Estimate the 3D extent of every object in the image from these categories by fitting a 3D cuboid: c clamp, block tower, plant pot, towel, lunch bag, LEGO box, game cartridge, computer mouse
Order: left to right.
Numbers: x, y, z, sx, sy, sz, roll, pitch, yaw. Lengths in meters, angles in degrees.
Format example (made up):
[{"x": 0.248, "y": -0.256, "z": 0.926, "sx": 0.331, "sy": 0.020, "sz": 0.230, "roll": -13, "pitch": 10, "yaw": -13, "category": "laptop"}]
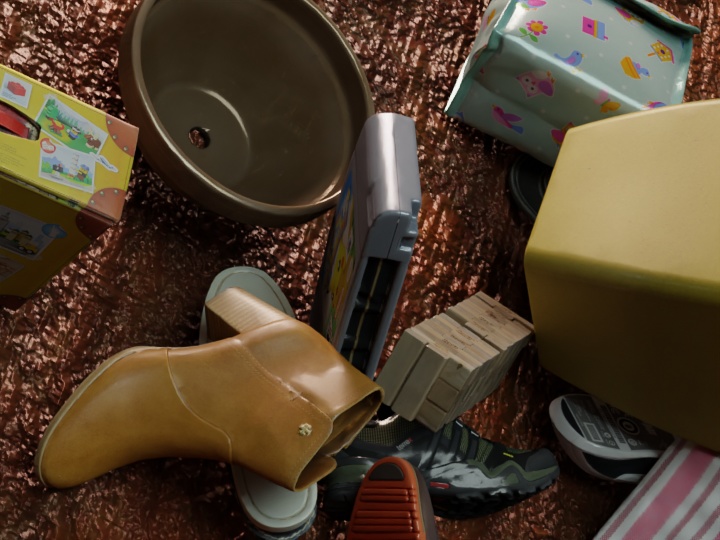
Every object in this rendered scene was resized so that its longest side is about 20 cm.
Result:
[{"x": -0.265, "y": -0.068, "z": 1.377, "sx": 0.199, "sy": 0.149, "sz": 0.077, "roll": 25, "pitch": 54, "yaw": -25, "category": "LEGO box"}, {"x": -0.095, "y": -0.112, "z": 1.567, "sx": 0.200, "sy": 0.093, "sz": 0.202, "roll": 17, "pitch": 57, "yaw": -28, "category": "plant pot"}, {"x": 0.000, "y": 0.000, "z": 1.486, "sx": 0.040, "sy": 0.201, "sz": 0.134, "roll": 12, "pitch": 36, "yaw": -7, "category": "game cartridge"}, {"x": 0.068, "y": 0.064, "z": 1.560, "sx": 0.054, "sy": 0.058, "sz": 0.200, "roll": 34, "pitch": 17, "yaw": 11, "category": "block tower"}, {"x": 0.180, "y": -0.180, "z": 1.787, "sx": 0.170, "sy": 0.122, "sz": 0.200, "roll": 28, "pitch": 43, "yaw": -3, "category": "lunch bag"}, {"x": 0.207, "y": -0.047, "z": 1.786, "sx": 0.171, "sy": 0.027, "sz": 0.200, "roll": 42, "pitch": 49, "yaw": 14, "category": "c clamp"}, {"x": 0.224, "y": 0.139, "z": 1.699, "sx": 0.199, "sy": 0.044, "sz": 0.110, "roll": 11, "pitch": 34, "yaw": -27, "category": "computer mouse"}, {"x": 0.226, "y": -0.004, "z": 1.619, "sx": 0.176, "sy": 0.200, "sz": 0.201, "roll": 8, "pitch": 53, "yaw": 18, "category": "plant pot"}, {"x": 0.269, "y": 0.221, "z": 1.594, "sx": 0.200, "sy": 0.030, "sz": 0.146, "roll": 37, "pitch": 83, "yaw": 27, "category": "towel"}]

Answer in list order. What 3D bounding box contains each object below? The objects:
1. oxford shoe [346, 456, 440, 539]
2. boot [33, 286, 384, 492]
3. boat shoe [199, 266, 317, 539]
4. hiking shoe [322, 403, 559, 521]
[{"x": 0.039, "y": 0.224, "z": 1.488, "sx": 0.072, "sy": 0.071, "sz": 0.201, "roll": -7, "pitch": 94, "yaw": -46, "category": "oxford shoe"}, {"x": -0.095, "y": 0.102, "z": 1.401, "sx": 0.201, "sy": 0.071, "sz": 0.144, "roll": -39, "pitch": 56, "yaw": -22, "category": "boot"}, {"x": -0.068, "y": 0.094, "z": 1.490, "sx": 0.075, "sy": 0.062, "sz": 0.201, "roll": -10, "pitch": 63, "yaw": -14, "category": "boat shoe"}, {"x": 0.058, "y": 0.123, "z": 1.567, "sx": 0.199, "sy": 0.076, "sz": 0.101, "roll": 2, "pitch": 69, "yaw": -35, "category": "hiking shoe"}]
